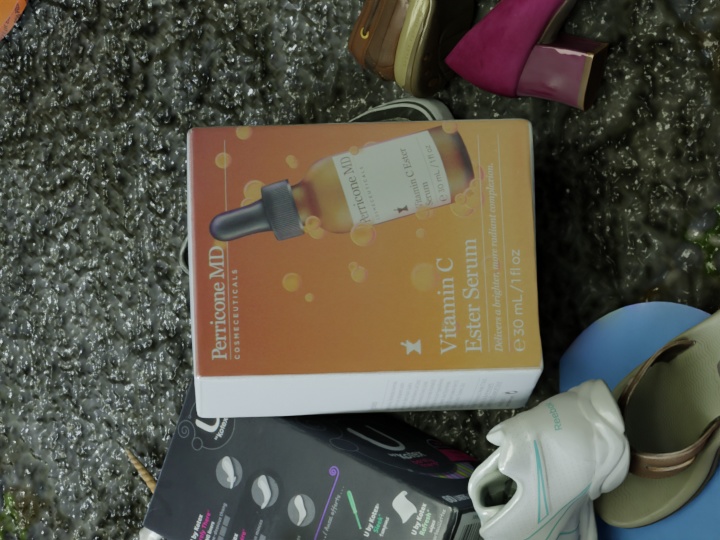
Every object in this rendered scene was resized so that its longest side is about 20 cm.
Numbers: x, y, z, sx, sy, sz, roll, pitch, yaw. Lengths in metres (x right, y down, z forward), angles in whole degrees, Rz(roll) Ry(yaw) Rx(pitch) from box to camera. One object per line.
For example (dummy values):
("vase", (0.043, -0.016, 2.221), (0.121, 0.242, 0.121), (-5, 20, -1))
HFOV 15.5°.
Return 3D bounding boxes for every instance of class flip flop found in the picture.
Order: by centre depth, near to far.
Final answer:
("flip flop", (0.176, 0.079, 1.467), (0.200, 0.057, 0.081), (-47, 64, 49))

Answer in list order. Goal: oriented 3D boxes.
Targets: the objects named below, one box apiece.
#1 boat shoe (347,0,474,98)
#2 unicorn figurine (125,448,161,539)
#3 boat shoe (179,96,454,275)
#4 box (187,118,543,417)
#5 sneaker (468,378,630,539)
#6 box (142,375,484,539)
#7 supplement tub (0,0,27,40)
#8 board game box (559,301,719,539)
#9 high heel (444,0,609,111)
("boat shoe", (0.040, -0.208, 1.593), (0.067, 0.072, 0.201), (23, 107, 26))
("unicorn figurine", (-0.132, 0.220, 1.689), (0.074, 0.200, 0.138), (12, 106, -6))
("boat shoe", (-0.027, -0.044, 1.645), (0.200, 0.064, 0.071), (-33, 76, 28))
("box", (0.000, 0.000, 1.538), (0.199, 0.106, 0.153), (-2, 76, -4))
("sneaker", (0.097, 0.137, 1.514), (0.201, 0.080, 0.071), (95, 157, -48))
("box", (-0.011, 0.145, 1.611), (0.200, 0.122, 0.106), (25, 102, 27))
("supplement tub", (-0.320, -0.231, 1.778), (0.200, 0.122, 0.123), (37, 110, 25))
("board game box", (0.187, 0.116, 1.539), (0.158, 0.039, 0.201), (5, 98, 44))
("high heel", (0.108, -0.196, 1.552), (0.096, 0.067, 0.201), (17, 105, 18))
